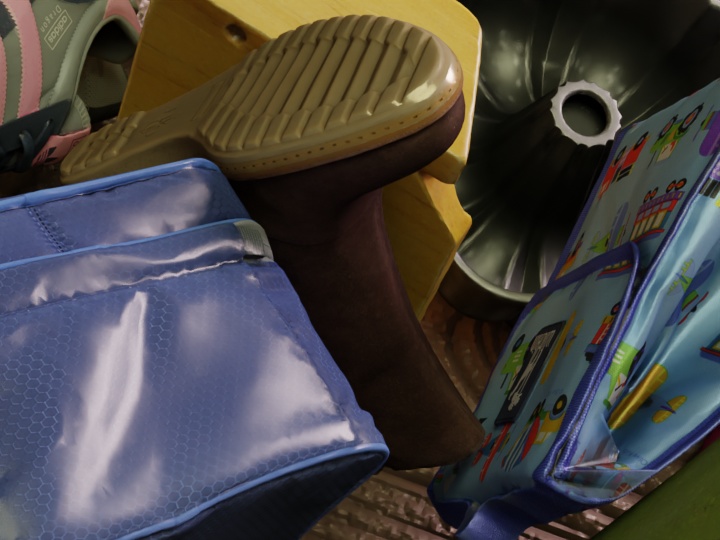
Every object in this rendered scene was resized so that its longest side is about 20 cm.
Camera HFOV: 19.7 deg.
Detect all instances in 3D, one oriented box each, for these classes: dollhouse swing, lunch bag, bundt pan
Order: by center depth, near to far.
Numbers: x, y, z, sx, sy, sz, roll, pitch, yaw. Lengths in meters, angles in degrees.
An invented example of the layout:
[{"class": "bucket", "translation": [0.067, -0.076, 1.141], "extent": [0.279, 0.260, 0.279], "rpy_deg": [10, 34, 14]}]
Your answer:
[{"class": "lunch bag", "translation": [-0.099, 0.045, 0.637], "extent": [0.200, 0.136, 0.132], "rpy_deg": [-17, 69, -44]}, {"class": "lunch bag", "translation": [0.104, 0.031, 0.777], "extent": [0.094, 0.151, 0.200], "rpy_deg": [41, 74, -6]}, {"class": "dollhouse swing", "translation": [-0.015, -0.081, 0.854], "extent": [0.182, 0.200, 0.176], "rpy_deg": [33, 53, 6]}, {"class": "bundt pan", "translation": [0.088, -0.053, 0.928], "extent": [0.202, 0.076, 0.202], "rpy_deg": [6, 64, -13]}]

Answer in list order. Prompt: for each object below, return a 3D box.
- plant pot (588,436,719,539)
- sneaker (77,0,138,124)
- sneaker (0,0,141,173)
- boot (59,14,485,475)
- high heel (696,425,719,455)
[{"class": "plant pot", "translation": [0.133, 0.146, 0.711], "extent": [0.200, 0.190, 0.200], "rpy_deg": [33, 23, -16]}, {"class": "sneaker", "translation": [-0.142, -0.150, 0.944], "extent": [0.079, 0.074, 0.200], "rpy_deg": [5, 64, -23]}, {"class": "sneaker", "translation": [-0.148, -0.059, 0.812], "extent": [0.082, 0.070, 0.200], "rpy_deg": [42, 53, -18]}, {"class": "boot", "translation": [0.000, 0.000, 0.734], "extent": [0.166, 0.200, 0.072], "rpy_deg": [50, 53, -23]}, {"class": "high heel", "translation": [0.191, 0.058, 0.883], "extent": [0.067, 0.096, 0.200], "rpy_deg": [22, 57, -1]}]
